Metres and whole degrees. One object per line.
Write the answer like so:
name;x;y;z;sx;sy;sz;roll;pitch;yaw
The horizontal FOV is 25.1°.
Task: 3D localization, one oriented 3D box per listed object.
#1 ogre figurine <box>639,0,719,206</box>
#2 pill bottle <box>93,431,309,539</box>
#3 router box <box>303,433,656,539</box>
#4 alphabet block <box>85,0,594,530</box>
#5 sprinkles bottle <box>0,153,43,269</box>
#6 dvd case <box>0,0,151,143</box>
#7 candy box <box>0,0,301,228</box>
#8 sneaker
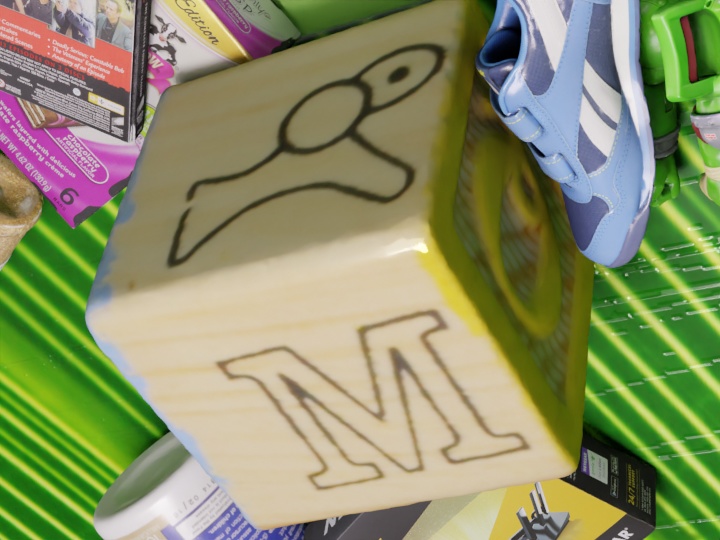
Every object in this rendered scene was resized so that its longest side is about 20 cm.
ogre figurine;0.197;-0.092;0.821;0.121;0.098;0.200;67;167;-17
pill bottle;-0.083;0.212;1.145;0.119;0.120;0.200;-29;106;36
router box;0.073;0.168;1.061;0.157;0.052;0.200;27;130;-14
alphabet block;0.000;0.000;0.884;0.199;0.196;0.197;-13;133;26
sprinkles bottle;-0.294;0.000;1.136;0.068;0.068;0.200;40;129;-4
dvd case;-0.182;-0.178;0.908;0.145;0.022;0.201;22;134;13
candy box;-0.152;-0.132;0.987;0.200;0.061;0.137;-34;102;37
sneaker;0.102;-0.090;0.835;0.082;0.074;0.201;-17;117;-8
